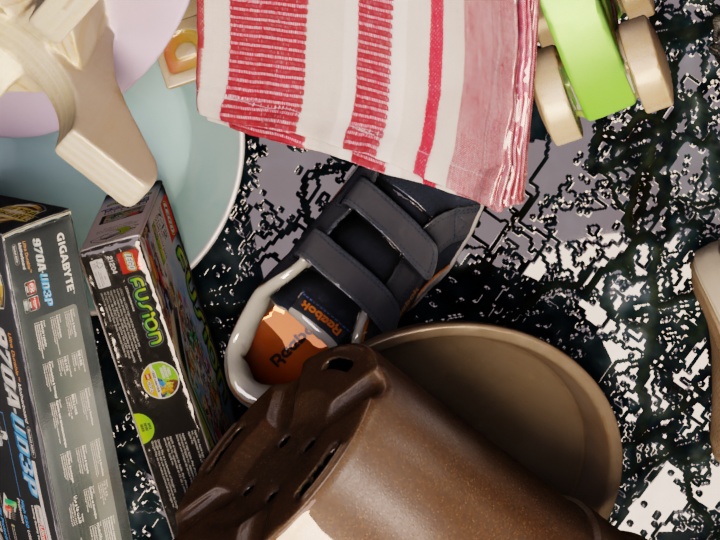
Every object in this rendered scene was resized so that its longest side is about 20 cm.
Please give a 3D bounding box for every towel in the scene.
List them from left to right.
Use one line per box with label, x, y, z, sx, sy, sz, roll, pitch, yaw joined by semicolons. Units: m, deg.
towel;-0.003;-0.120;1.050;0.199;0.023;0.145;18;120;30

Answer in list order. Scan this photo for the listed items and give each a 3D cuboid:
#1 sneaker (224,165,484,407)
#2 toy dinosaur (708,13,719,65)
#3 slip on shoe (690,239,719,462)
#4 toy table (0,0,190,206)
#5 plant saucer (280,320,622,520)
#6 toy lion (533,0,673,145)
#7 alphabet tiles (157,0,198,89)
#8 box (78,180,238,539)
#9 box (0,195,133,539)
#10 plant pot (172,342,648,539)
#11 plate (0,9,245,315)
sneaker;0.000;0.000;1.173;0.078;0.079;0.201;37;100;1
toy dinosaur;0.204;-0.162;1.138;0.200;0.047;0.088;44;87;0
slip on shoe;0.215;0.083;1.165;0.060;0.076;0.201;-23;102;22
toy table;-0.169;-0.124;1.097;0.183;0.117;0.201;28;124;-9
plant saucer;0.044;0.108;1.173;0.198;0.030;0.202;-3;122;-5
toy lion;0.092;-0.187;1.077;0.068;0.200;0.193;-19;115;12
alphabet tiles;-0.070;-0.199;1.170;0.198;0.006;0.168;-18;90;4
box;-0.099;0.062;1.162;0.034;0.110;0.202;-15;107;6
box;-0.198;0.059;1.162;0.158;0.046;0.202;11;115;50
plant pot;0.022;0.154;1.080;0.200;0.201;0.198;-42;109;11
plate;-0.161;-0.075;1.208;0.198;0.026;0.202;1;98;7
